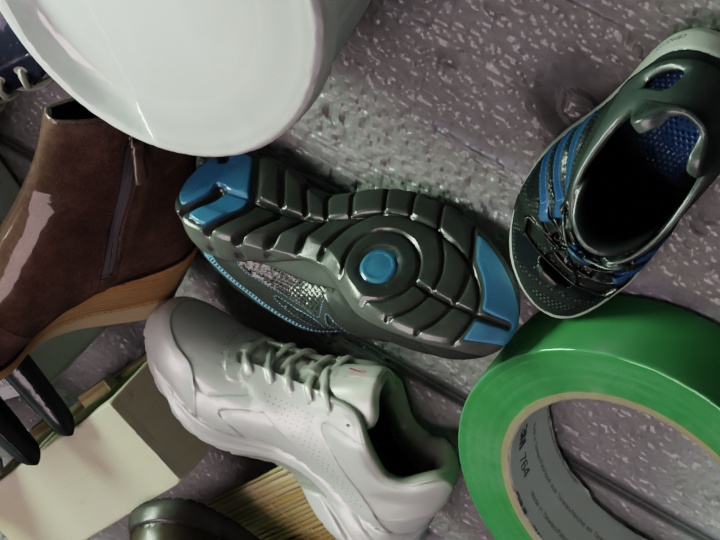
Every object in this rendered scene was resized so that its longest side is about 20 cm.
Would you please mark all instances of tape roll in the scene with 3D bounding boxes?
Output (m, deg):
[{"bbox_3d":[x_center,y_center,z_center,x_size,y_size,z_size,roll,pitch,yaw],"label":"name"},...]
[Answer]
[{"bbox_3d":[0.146,0.106,1.096,0.199,0.048,0.201,23,137,23],"label":"tape roll"}]

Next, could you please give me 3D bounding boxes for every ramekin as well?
[{"bbox_3d":[-0.080,-0.160,1.005,0.201,0.094,0.203,22,137,22],"label":"ramekin"}]

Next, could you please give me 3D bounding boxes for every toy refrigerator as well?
[{"bbox_3d":[-0.158,0.110,1.332,0.070,0.076,0.200,47,141,-7],"label":"toy refrigerator"}]

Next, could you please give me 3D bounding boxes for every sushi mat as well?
[{"bbox_3d":[-0.052,0.164,1.322,0.095,0.012,0.200,34,145,-19],"label":"sushi mat"}]

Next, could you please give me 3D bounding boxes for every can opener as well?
[{"bbox_3d":[-0.237,0.027,1.236,0.063,0.079,0.200,-44,99,10],"label":"can opener"}]

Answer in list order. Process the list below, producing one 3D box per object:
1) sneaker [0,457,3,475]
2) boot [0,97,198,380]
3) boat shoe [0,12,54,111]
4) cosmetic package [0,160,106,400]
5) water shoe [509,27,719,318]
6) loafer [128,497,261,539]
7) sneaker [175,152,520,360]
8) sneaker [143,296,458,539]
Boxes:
[{"bbox_3d":[-0.302,0.101,1.391,0.077,0.082,0.200,51,171,-33],"label":"sneaker"},{"bbox_3d":[-0.174,-0.025,1.144,0.073,0.199,0.167,55,148,34],"label":"boot"},{"bbox_3d":[-0.202,-0.106,1.157,0.092,0.075,0.201,24,127,17],"label":"boat shoe"},{"bbox_3d":[-0.250,-0.020,1.293,0.101,0.071,0.201,-16,114,46],"label":"cosmetic package"},{"bbox_3d":[0.107,-0.032,0.977,0.071,0.079,0.200,38,141,5],"label":"water shoe"},{"bbox_3d":[-0.062,0.205,1.298,0.199,0.072,0.073,30,146,-28],"label":"loafer"},{"bbox_3d":[0.000,0.000,1.117,0.199,0.073,0.082,24,154,29],"label":"sneaker"},{"bbox_3d":[-0.025,0.068,1.195,0.199,0.078,0.099,35,135,-5],"label":"sneaker"}]
